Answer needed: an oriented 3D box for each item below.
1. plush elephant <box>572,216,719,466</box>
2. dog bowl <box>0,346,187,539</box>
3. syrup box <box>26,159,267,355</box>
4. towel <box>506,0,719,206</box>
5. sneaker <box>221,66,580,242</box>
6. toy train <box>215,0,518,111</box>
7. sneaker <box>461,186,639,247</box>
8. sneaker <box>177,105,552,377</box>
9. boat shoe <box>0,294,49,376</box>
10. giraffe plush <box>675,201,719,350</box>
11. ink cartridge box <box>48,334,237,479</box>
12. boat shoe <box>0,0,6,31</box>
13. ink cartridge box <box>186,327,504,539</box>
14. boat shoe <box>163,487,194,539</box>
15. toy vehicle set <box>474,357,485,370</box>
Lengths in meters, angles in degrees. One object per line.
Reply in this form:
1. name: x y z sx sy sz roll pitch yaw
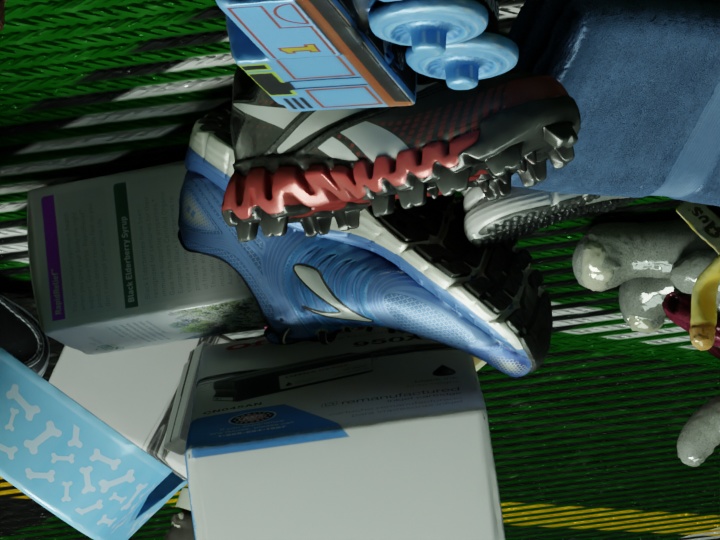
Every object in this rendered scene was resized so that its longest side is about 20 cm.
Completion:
1. plush elephant: 0.239 0.051 1.541 0.198 0.156 0.165 -9 165 9
2. dog bowl: -0.146 0.088 1.260 0.111 0.050 0.200 35 173 5
3. syrup box: -0.065 -0.014 1.328 0.198 0.082 0.079 -9 167 11
4. towel: 0.143 -0.082 1.169 0.199 0.049 0.112 2 127 -39
5. sneaker: 0.011 -0.071 1.114 0.070 0.099 0.200 -4 177 -44
6. toy train: -0.007 -0.121 0.984 0.113 0.087 0.200 -5 165 16
7. sneaker: 0.111 -0.070 1.251 0.074 0.081 0.199 -30 170 37
8. sneaker: 0.000 0.000 1.238 0.199 0.090 0.079 28 -152 12
9. boat shoe: -0.236 0.026 1.433 0.067 0.072 0.199 -16 155 35
10. giraffe plush: 0.285 -0.016 1.405 0.199 0.173 0.162 29 148 -1
11. ink cartridge box: -0.070 0.093 1.530 0.199 0.085 0.145 24 172 20
12. boat shoe: -0.230 -0.076 1.070 0.199 0.068 0.072 -14 163 24
13. ink cartridge box: -0.009 0.090 1.291 0.143 0.085 0.200 -8 -168 0
14. boat shoe: -0.039 0.190 1.526 0.200 0.061 0.072 19 170 38
15. toy vehicle set: 0.006 0.069 1.751 0.123 0.027 0.200 -1 163 -18
